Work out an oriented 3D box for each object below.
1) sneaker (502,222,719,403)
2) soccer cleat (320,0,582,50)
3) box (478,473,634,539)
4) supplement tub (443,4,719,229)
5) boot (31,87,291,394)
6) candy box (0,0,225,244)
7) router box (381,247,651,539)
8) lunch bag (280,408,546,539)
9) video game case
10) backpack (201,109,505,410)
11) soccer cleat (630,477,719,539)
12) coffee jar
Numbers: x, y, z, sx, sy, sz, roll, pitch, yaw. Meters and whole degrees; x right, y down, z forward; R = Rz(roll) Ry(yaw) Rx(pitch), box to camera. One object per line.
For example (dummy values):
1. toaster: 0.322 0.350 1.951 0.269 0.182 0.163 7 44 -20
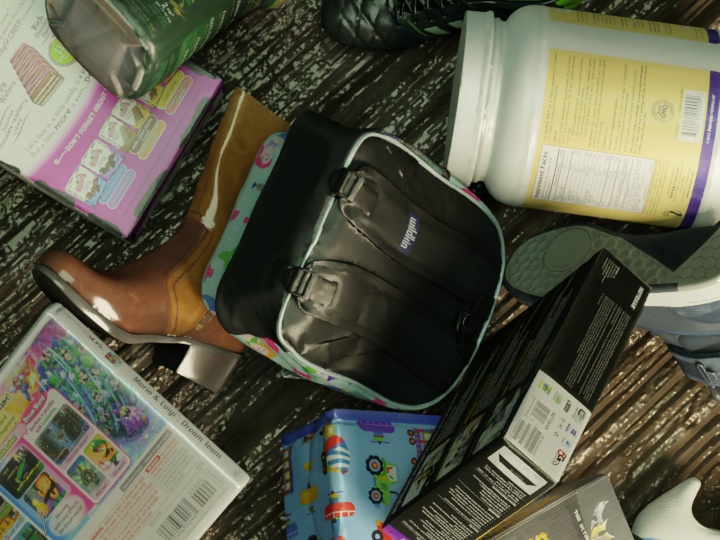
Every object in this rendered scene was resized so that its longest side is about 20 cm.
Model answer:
1. sneaker: 0.210 0.034 1.710 0.202 0.146 0.077 3 56 38
2. soccer cleat: 0.069 -0.205 1.727 0.199 0.081 0.068 -9 84 -2
3. box: 0.142 0.264 1.647 0.158 0.048 0.201 -24 93 -36
4. supplement tub: 0.165 -0.110 1.688 0.199 0.145 0.146 8 84 0
5. boot: -0.119 -0.035 1.675 0.188 0.068 0.201 30 84 -31
6. candy box: -0.217 -0.128 1.722 0.199 0.061 0.137 32 84 1
7. router box: 0.106 0.092 1.600 0.051 0.149 0.200 40 46 -8
8. lunch bag: 0.054 0.184 1.679 0.199 0.094 0.151 4 73 -26
9. video game case: -0.200 0.151 1.663 0.182 0.024 0.200 42 117 3
10. backpack: 0.000 0.000 1.661 0.200 0.150 0.178 28 82 -38
11. soccer cleat: 0.283 0.230 1.693 0.200 0.070 0.086 42 85 3
12. coffee jar: -0.121 -0.210 1.684 0.104 0.085 0.200 45 54 10
